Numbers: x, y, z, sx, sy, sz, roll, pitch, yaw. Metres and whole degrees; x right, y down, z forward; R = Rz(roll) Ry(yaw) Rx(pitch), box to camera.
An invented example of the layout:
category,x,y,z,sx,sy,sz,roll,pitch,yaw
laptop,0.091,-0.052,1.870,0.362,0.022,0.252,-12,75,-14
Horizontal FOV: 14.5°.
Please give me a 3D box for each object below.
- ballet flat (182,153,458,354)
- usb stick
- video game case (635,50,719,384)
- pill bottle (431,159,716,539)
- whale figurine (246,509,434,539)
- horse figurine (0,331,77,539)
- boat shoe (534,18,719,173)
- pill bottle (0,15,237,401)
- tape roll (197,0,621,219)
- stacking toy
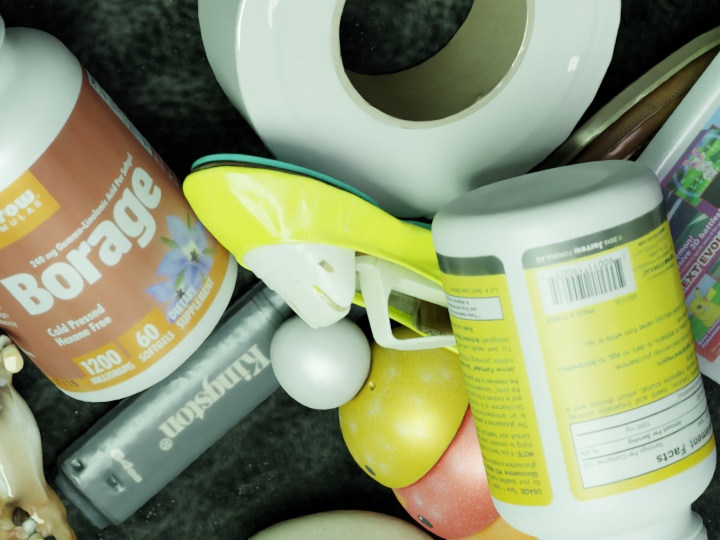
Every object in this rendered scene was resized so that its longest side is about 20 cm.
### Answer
category,x,y,z,sx,sy,sz,roll,pitch,yaw
ballet flat,0.000,0.000,1.368,0.199,0.067,0.067,19,63,-38
usb stick,-0.072,0.055,1.460,0.200,0.033,0.055,-40,123,2
video game case,0.222,-0.034,1.439,0.182,0.023,0.200,31,102,-31
pill bottle,0.107,0.057,1.355,0.112,0.112,0.201,-15,101,-14
whale figurine,0.003,0.216,1.517,0.158,0.104,0.200,-14,135,16
horse figurine,-0.179,0.085,1.394,0.050,0.132,0.201,-26,110,-15
boat shoe,0.182,-0.086,1.443,0.200,0.072,0.068,-36,90,-9
pill bottle,-0.155,-0.040,1.335,0.112,0.112,0.200,-40,122,1
tape roll,0.024,-0.130,1.386,0.201,0.071,0.204,-9,117,-18
stacking toy,0.038,0.074,1.458,0.199,0.146,0.147,27,103,-22
